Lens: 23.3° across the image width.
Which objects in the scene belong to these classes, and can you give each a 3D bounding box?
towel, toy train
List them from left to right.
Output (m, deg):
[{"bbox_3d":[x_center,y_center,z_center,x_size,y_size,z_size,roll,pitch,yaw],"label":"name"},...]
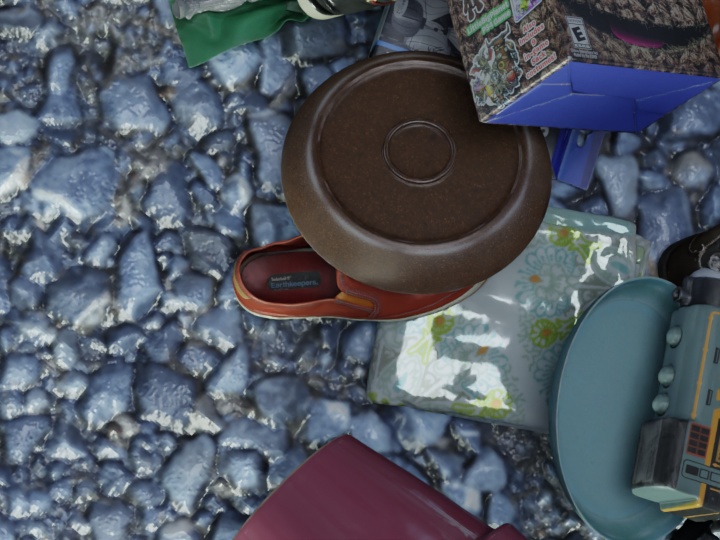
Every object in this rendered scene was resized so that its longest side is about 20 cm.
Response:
[{"bbox_3d":[0.115,0.032,1.328,0.200,0.048,0.172,11,82,-7],"label":"towel"},{"bbox_3d":[0.269,0.096,1.283,0.114,0.085,0.200,18,75,-16],"label":"toy train"}]

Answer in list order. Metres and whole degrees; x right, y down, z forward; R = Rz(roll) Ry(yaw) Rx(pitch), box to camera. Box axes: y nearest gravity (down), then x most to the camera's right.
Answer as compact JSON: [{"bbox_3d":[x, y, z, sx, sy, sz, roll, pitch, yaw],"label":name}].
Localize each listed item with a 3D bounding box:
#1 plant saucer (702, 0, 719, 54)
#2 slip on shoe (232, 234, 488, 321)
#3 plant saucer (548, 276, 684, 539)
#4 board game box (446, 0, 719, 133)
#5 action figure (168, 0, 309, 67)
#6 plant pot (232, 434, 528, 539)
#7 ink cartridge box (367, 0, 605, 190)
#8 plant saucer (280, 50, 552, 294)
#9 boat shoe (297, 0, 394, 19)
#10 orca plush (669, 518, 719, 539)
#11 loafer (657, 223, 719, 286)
[{"bbox_3d":[0.189,-0.212,1.348,0.200,0.032,0.201,7,67,-16],"label":"plant saucer"},{"bbox_3d":[0.000,0.000,1.278,0.199,0.061,0.074,-5,80,9],"label":"slip on shoe"},{"bbox_3d":[0.202,0.104,1.301,0.200,0.027,0.201,-3,94,-43],"label":"plant saucer"},{"bbox_3d":[0.147,-0.210,1.237,0.159,0.097,0.200,0,68,-38],"label":"board game box"},{"bbox_3d":[-0.050,-0.234,1.327,0.200,0.055,0.118,-15,84,-14],"label":"action figure"},{"bbox_3d":[0.010,0.222,1.232,0.200,0.200,0.179,-44,76,-10],"label":"plant pot"},{"bbox_3d":[0.103,-0.141,1.347,0.200,0.039,0.100,18,81,-7],"label":"ink cartridge box"},{"bbox_3d":[0.042,-0.080,1.266,0.200,0.035,0.201,1,65,-2],"label":"plant saucer"},{"bbox_3d":[0.032,-0.236,1.276,0.201,0.063,0.074,-35,109,-48],"label":"boat shoe"},{"bbox_3d":[0.235,0.250,1.331,0.105,0.071,0.200,28,83,-50],"label":"orca plush"},{"bbox_3d":[0.332,-0.023,1.354,0.200,0.071,0.073,-25,89,-10],"label":"loafer"}]
